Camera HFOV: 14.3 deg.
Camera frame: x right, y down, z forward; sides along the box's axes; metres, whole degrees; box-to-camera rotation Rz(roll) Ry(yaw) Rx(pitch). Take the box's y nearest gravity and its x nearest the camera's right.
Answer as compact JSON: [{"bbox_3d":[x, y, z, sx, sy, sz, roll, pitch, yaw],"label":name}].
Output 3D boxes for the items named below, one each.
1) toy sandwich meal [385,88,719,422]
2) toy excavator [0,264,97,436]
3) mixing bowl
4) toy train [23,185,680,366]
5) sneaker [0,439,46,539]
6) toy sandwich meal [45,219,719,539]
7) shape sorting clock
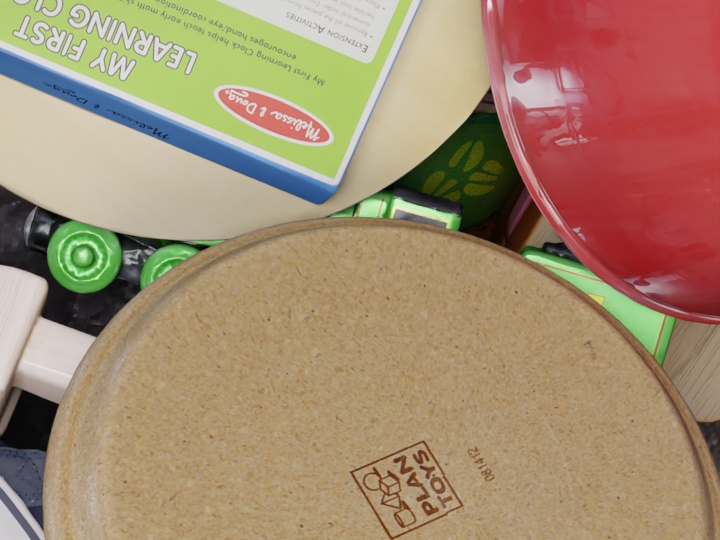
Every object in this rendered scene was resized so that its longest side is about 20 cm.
[{"bbox_3d":[0.063,-0.022,0.898,0.204,0.070,0.206,-8,128,-10],"label":"toy sandwich meal"},{"bbox_3d":[-0.015,0.066,0.859,0.194,0.100,0.200,14,159,21],"label":"toy excavator"},{"bbox_3d":[0.144,-0.079,0.794,0.200,0.108,0.201,-5,99,-34],"label":"mixing bowl"},{"bbox_3d":[0.000,0.000,0.851,0.199,0.042,0.057,16,95,0],"label":"toy train"},{"bbox_3d":[-0.071,0.110,0.821,0.200,0.079,0.078,54,138,0],"label":"sneaker"},{"bbox_3d":[0.004,0.080,0.770,0.204,0.206,0.070,-2,148,-14],"label":"toy sandwich meal"},{"bbox_3d":[-0.046,-0.105,0.798,0.199,0.039,0.201,-2,104,-6],"label":"shape sorting clock"}]
